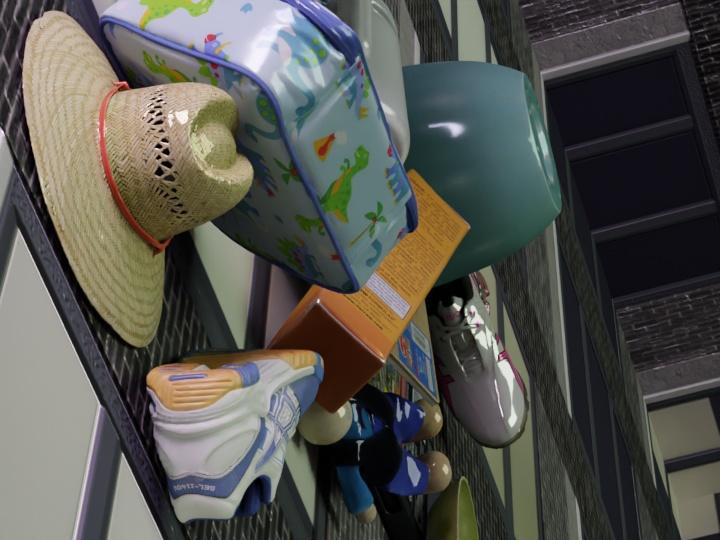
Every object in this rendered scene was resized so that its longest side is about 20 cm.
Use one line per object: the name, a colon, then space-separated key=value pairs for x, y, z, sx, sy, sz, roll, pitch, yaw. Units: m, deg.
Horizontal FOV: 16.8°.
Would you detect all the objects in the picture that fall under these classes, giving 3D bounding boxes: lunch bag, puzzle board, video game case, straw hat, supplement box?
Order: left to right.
straw hat: x=-0.103 y=-0.059 z=1.304 sx=0.201 sy=0.085 sz=0.202 roll=-15 pitch=90 yaw=-79
lunch bag: x=-0.059 y=-0.089 z=1.412 sx=0.083 sy=0.160 sz=0.200 roll=-48 pitch=139 yaw=-22
puzzle board: x=0.000 y=0.000 z=1.798 sx=0.151 sy=0.017 sz=0.200 roll=47 pitch=18 yaw=-26
supplement box: x=0.008 y=0.011 z=1.657 sx=0.069 sy=0.067 sz=0.200 roll=40 pitch=35 yaw=-6
video game case: x=0.015 y=0.089 z=1.880 sx=0.200 sy=0.025 sz=0.181 roll=-87 pitch=160 yaw=-54

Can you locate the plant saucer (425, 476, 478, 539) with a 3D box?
plant saucer: x=0.074 y=0.260 z=1.881 sx=0.200 sy=0.031 sz=0.201 roll=-6 pitch=90 yaw=-83

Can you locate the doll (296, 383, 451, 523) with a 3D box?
doll: x=0.002 y=0.109 z=1.700 sx=0.200 sy=0.048 sz=0.137 roll=21 pitch=56 yaw=-65

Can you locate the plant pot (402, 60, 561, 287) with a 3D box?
plant pot: x=0.082 y=-0.089 z=2.103 sx=0.201 sy=0.160 sz=0.202 roll=-14 pitch=90 yaw=-79

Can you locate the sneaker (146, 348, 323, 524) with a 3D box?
sneaker: x=-0.072 y=0.090 z=1.354 sx=0.200 sy=0.075 sz=0.089 roll=-16 pitch=103 yaw=-73

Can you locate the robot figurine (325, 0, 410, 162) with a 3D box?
robot figurine: x=-0.025 y=-0.129 z=1.724 sx=0.170 sy=0.112 sz=0.201 roll=121 pitch=-27 yaw=-44

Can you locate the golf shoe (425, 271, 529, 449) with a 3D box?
golf shoe: x=0.091 y=0.068 z=2.196 sx=0.092 sy=0.072 sz=0.201 roll=45 pitch=22 yaw=-59
